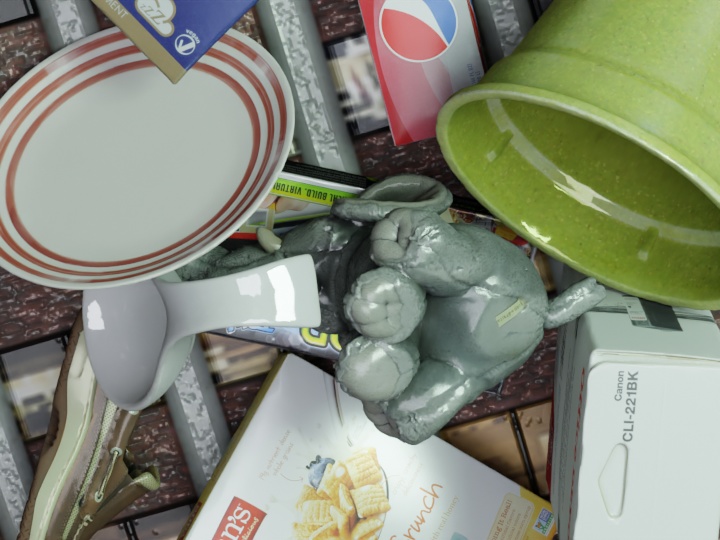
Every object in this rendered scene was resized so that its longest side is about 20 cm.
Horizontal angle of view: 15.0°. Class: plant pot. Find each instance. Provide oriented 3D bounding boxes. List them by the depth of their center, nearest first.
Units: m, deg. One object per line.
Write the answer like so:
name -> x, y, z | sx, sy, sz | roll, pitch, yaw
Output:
plant pot -> 0.172, -0.110, 1.523 | 0.200, 0.200, 0.185 | 33, 70, -8

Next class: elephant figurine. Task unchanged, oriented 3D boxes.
elephant figurine -> 0.006, 0.003, 1.566 | 0.155, 0.200, 0.142 | 37, 87, -31

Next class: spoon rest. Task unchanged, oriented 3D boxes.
spoon rest -> -0.105, 0.024, 1.535 | 0.060, 0.200, 0.100 | -4, 84, -39

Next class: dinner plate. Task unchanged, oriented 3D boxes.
dinner plate -> -0.131, -0.064, 1.562 | 0.199, 0.201, 0.024 | -17, 138, 5

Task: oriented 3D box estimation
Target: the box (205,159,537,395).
box -> 0.000, 0.000, 1.639 | 0.199, 0.035, 0.110 | 11, 105, -2

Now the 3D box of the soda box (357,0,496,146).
soda box -> 0.026, -0.178, 1.574 | 0.063, 0.070, 0.201 | -13, 104, 6

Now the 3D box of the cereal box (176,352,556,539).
cereal box -> 0.004, 0.159, 1.646 | 0.200, 0.040, 0.144 | 30, 83, -9

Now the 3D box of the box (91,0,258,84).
box -> -0.077, -0.215, 1.524 | 0.121, 0.032, 0.200 | 45, 106, -6

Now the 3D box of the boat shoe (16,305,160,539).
boat shoe -> -0.159, 0.124, 1.652 | 0.075, 0.075, 0.203 | 15, 104, -2

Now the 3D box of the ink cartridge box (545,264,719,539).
ink cartridge box -> 0.158, 0.090, 1.575 | 0.083, 0.200, 0.145 | 4, 105, 0
